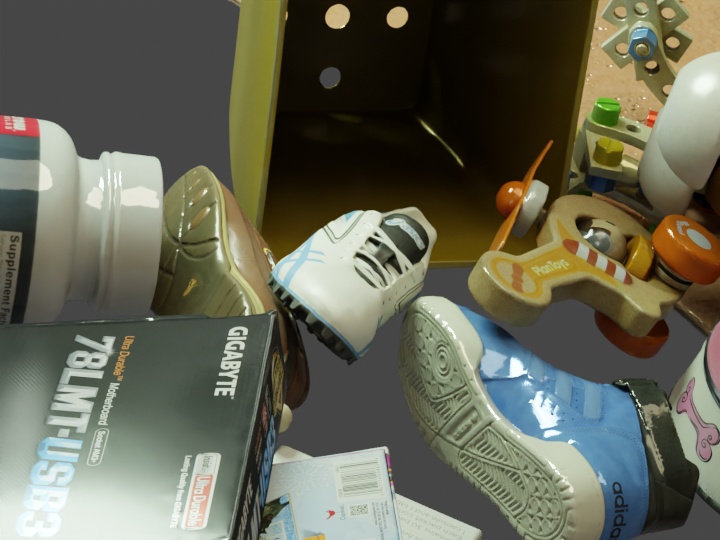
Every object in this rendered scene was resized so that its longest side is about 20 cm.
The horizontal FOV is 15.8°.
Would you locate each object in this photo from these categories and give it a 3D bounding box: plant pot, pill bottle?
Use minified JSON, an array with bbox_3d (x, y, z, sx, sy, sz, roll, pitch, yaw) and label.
[{"bbox_3d":[0.011,-0.128,1.602,0.199,0.201,0.176,-2,25,-20],"label":"plant pot"},{"bbox_3d":[-0.214,-0.028,1.437,0.199,0.120,0.120,4,35,-13],"label":"pill bottle"}]

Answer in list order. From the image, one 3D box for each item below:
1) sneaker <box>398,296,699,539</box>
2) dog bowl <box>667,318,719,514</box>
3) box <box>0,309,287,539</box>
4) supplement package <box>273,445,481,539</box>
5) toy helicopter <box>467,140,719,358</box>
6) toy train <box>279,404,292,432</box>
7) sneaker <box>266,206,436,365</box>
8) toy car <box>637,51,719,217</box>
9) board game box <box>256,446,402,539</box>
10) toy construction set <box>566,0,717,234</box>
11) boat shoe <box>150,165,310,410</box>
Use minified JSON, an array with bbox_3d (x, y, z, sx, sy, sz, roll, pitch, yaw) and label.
[{"bbox_3d":[0.107,0.081,1.428,0.111,0.077,0.200,-5,33,-31],"label":"sneaker"},{"bbox_3d":[0.279,0.081,1.484,0.199,0.074,0.201,9,34,-6],"label":"dog bowl"},{"bbox_3d":[-0.139,0.088,1.128,0.197,0.050,0.200,-5,28,8],"label":"box"},{"bbox_3d":[-0.038,0.193,1.190,0.113,0.110,0.200,22,36,13],"label":"supplement package"},{"bbox_3d":[0.116,-0.009,1.494,0.132,0.079,0.200,45,28,17],"label":"toy helicopter"},{"bbox_3d":[-0.121,0.121,1.237,0.056,0.150,0.200,48,39,-11],"label":"toy train"},{"bbox_3d":[0.000,0.000,1.454,0.072,0.072,0.200,44,14,-1],"label":"sneaker"},{"bbox_3d":[0.269,-0.086,1.536,0.174,0.200,0.151,23,79,4],"label":"toy car"},{"bbox_3d":[-0.075,0.155,1.080,0.198,0.041,0.200,-8,28,0],"label":"board game box"},{"bbox_3d":[0.192,-0.095,1.698,0.130,0.092,0.200,16,46,4],"label":"toy construction set"},{"bbox_3d":[-0.076,0.014,1.479,0.067,0.072,0.200,34,18,-32],"label":"boat shoe"}]
